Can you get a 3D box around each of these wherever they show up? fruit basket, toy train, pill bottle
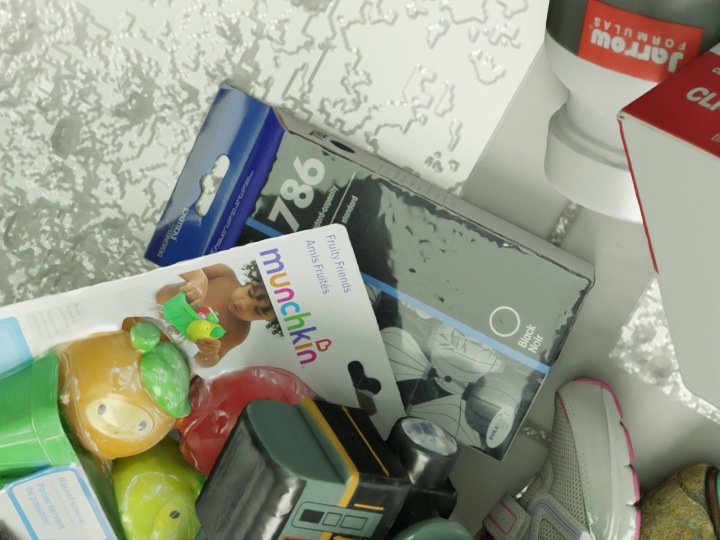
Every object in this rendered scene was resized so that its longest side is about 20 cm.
[{"bbox_3d":[-0.080,0.077,0.808,0.199,0.094,0.186,-10,130,8],"label":"fruit basket"},{"bbox_3d":[-0.033,0.144,0.783,0.114,0.085,0.201,15,114,-32],"label":"toy train"},{"bbox_3d":[0.138,-0.127,0.738,0.115,0.116,0.201,10,115,6],"label":"pill bottle"}]

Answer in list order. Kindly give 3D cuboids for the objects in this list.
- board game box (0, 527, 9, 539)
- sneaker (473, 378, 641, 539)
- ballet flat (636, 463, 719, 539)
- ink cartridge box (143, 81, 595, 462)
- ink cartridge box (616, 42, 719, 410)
[{"bbox_3d":[-0.196,0.213,0.834,0.200,0.057,0.166,-21,96,51],"label":"board game box"},{"bbox_3d":[0.071,0.143,0.810,0.088,0.081,0.201,14,82,2],"label":"sneaker"},{"bbox_3d":[0.160,0.184,0.793,0.070,0.071,0.201,-17,59,11],"label":"ballet flat"},{"bbox_3d":[0.000,0.000,0.834,0.199,0.039,0.100,26,104,4],"label":"ink cartridge box"},{"bbox_3d":[0.213,-0.042,0.703,0.200,0.084,0.145,-34,127,-18],"label":"ink cartridge box"}]
